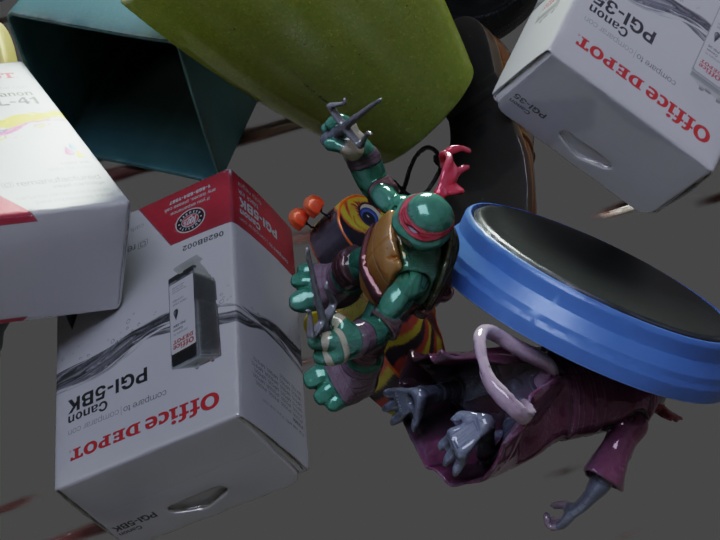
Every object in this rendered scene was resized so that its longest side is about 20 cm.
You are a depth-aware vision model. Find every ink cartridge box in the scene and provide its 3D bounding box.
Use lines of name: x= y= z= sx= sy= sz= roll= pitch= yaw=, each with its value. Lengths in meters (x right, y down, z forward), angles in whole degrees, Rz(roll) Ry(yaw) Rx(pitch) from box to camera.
ink cartridge box: x=-0.119 y=0.055 z=1.374 sx=0.146 sy=0.083 sz=0.201 roll=-23 pitch=49 yaw=20
ink cartridge box: x=-0.254 y=-0.051 z=1.380 sx=0.146 sy=0.086 sz=0.200 roll=-9 pitch=37 yaw=-28
ink cartridge box: x=0.198 y=-0.163 z=1.441 sx=0.146 sy=0.083 sz=0.201 roll=34 pitch=60 yaw=-11

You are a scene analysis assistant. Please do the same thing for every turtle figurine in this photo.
turtle figurine: x=0.007 y=-0.004 z=1.240 sx=0.100 sy=0.200 sz=0.151 roll=12 pitch=59 yaw=-8

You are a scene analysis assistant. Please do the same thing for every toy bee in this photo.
toy bee: x=0.000 y=0.000 z=1.394 sx=0.131 sy=0.108 sz=0.201 roll=-56 pitch=34 yaw=26

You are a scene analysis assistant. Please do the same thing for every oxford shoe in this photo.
oxford shoe: x=0.099 y=-0.075 z=1.456 sx=0.071 sy=0.071 sz=0.202 roll=-20 pitch=63 yaw=33

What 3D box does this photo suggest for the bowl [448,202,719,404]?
bowl: x=0.143 y=0.016 z=1.299 sx=0.200 sy=0.200 sz=0.040 roll=33 pitch=106 yaw=32

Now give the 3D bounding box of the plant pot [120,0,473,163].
plant pot: x=-0.025 y=-0.172 z=1.403 sx=0.187 sy=0.200 sz=0.187 roll=-40 pitch=16 yaw=14

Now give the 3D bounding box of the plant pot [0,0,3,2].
plant pot: x=-0.353 y=-0.289 z=1.631 sx=0.199 sy=0.179 sz=0.201 roll=-26 pitch=40 yaw=40

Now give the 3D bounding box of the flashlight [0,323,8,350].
flashlight: x=-0.251 y=0.004 z=1.476 sx=0.067 sy=0.068 sz=0.201 roll=1 pitch=54 yaw=44

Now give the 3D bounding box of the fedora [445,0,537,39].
fedora: x=0.057 y=-0.255 z=1.543 sx=0.091 sy=0.201 sz=0.201 roll=12 pitch=55 yaw=47

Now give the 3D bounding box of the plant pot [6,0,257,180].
plant pot: x=-0.138 y=-0.196 z=1.560 sx=0.140 sy=0.142 sz=0.201 roll=12 pitch=54 yaw=22

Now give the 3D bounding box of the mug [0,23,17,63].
mug: x=-0.349 y=-0.104 z=1.530 sx=0.148 sy=0.187 sz=0.154 roll=10 pitch=51 yaw=-35

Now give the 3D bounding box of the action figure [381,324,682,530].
action figure: x=0.120 y=0.068 z=1.285 sx=0.198 sy=0.149 sz=0.135 roll=-5 pitch=55 yaw=-27
